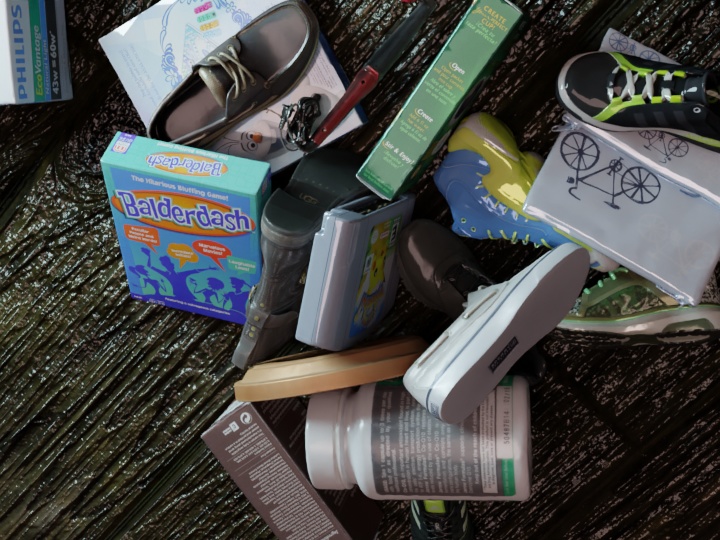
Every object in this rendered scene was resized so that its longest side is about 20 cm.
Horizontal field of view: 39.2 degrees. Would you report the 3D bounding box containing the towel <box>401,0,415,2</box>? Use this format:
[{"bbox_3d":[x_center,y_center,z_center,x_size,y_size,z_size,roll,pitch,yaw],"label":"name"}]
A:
[{"bbox_3d":[0.062,-0.367,0.929,0.145,0.022,0.200,44,105,1],"label":"towel"}]

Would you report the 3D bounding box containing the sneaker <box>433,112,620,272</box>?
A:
[{"bbox_3d":[0.152,-0.055,0.966,0.200,0.076,0.105,45,122,4],"label":"sneaker"}]

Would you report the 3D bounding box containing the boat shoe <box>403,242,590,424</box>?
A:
[{"bbox_3d":[0.119,0.045,0.886,0.200,0.072,0.066,-48,50,-8],"label":"boat shoe"}]

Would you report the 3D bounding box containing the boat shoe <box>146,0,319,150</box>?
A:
[{"bbox_3d":[-0.119,-0.172,0.939,0.200,0.073,0.075,-41,94,17],"label":"boat shoe"}]

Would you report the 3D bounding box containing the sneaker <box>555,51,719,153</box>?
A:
[{"bbox_3d":[0.271,-0.157,0.868,0.199,0.083,0.072,11,76,-1],"label":"sneaker"}]

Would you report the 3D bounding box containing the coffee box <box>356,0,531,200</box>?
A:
[{"bbox_3d":[0.079,-0.161,0.923,0.044,0.123,0.200,37,109,4],"label":"coffee box"}]

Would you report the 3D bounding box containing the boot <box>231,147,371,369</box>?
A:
[{"bbox_3d":[-0.057,-0.014,0.977,0.069,0.200,0.175,29,130,16],"label":"boot"}]

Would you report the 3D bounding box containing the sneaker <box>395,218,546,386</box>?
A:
[{"bbox_3d":[0.113,0.030,0.962,0.076,0.091,0.200,-43,102,-16],"label":"sneaker"}]

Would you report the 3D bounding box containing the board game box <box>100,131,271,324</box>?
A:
[{"bbox_3d":[-0.161,-0.034,0.986,0.151,0.045,0.200,12,140,9],"label":"board game box"}]

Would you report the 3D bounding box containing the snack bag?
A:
[{"bbox_3d":[0.262,-0.094,0.909,0.188,0.021,0.201,30,80,3],"label":"snack bag"}]

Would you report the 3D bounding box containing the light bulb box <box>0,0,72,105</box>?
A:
[{"bbox_3d":[-0.407,-0.262,0.996,0.199,0.125,0.199,2,103,11],"label":"light bulb box"}]

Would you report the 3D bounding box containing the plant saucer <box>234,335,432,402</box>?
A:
[{"bbox_3d":[-0.022,0.090,0.962,0.199,0.200,0.032,-12,88,14],"label":"plant saucer"}]

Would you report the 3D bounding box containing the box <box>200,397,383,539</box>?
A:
[{"bbox_3d":[-0.067,0.214,1.051,0.075,0.100,0.200,-37,93,18],"label":"box"}]

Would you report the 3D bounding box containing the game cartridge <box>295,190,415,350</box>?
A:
[{"bbox_3d":[0.000,0.000,0.934,0.040,0.200,0.134,20,107,15],"label":"game cartridge"}]

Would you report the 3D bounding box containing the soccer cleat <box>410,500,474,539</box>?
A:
[{"bbox_3d":[0.079,0.241,1.035,0.067,0.081,0.201,-2,103,12],"label":"soccer cleat"}]

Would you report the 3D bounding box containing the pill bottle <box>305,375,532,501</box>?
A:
[{"bbox_3d":[0.056,0.154,0.930,0.199,0.113,0.114,-2,103,11],"label":"pill bottle"}]

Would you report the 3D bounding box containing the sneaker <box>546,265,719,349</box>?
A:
[{"bbox_3d":[0.252,0.026,0.971,0.199,0.077,0.089,-1,72,13],"label":"sneaker"}]

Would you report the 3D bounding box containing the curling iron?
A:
[{"bbox_3d":[0.001,-0.185,0.944,0.200,0.026,0.050,-43,122,-7],"label":"curling iron"}]

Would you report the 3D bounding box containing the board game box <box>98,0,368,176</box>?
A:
[{"bbox_3d":[-0.125,-0.188,0.997,0.198,0.043,0.201,-26,97,15],"label":"board game box"}]
